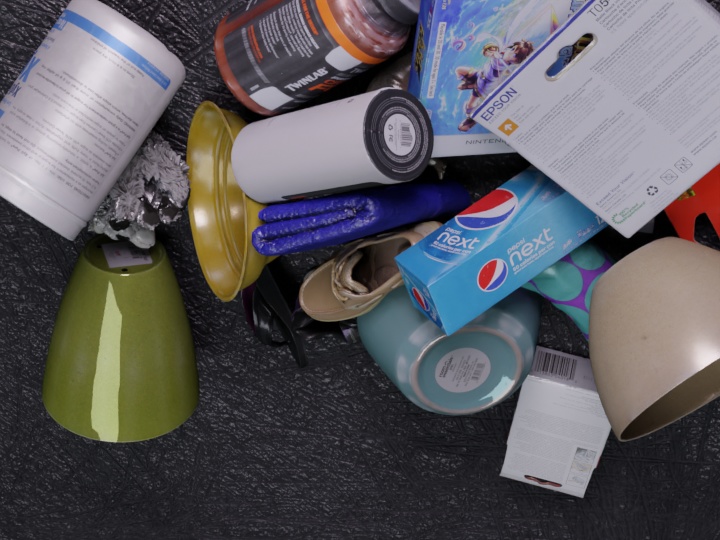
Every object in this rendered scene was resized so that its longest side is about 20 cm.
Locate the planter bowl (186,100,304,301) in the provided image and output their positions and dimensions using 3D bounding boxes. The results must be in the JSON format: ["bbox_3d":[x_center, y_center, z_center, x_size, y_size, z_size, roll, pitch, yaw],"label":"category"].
[{"bbox_3d":[-0.110,-0.073,1.362,0.083,0.201,0.201,-7,144,-23],"label":"planter bowl"}]

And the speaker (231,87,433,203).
[{"bbox_3d":[-0.030,-0.108,1.196,0.200,0.081,0.081,-5,135,50],"label":"speaker"}]

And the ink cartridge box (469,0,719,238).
[{"bbox_3d":[0.227,-0.147,1.137,0.200,0.041,0.200,34,122,-22],"label":"ink cartridge box"}]

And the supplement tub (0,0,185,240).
[{"bbox_3d":[-0.270,-0.145,1.278,0.132,0.200,0.132,34,175,3],"label":"supplement tub"}]

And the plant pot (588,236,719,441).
[{"bbox_3d":[0.290,0.049,1.253,0.135,0.200,0.200,59,142,20],"label":"plant pot"}]

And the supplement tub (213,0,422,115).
[{"bbox_3d":[-0.030,-0.218,1.192,0.200,0.107,0.107,-22,123,38],"label":"supplement tub"}]

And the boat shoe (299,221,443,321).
[{"bbox_3d":[0.000,0.000,1.340,0.200,0.064,0.071,-28,76,40],"label":"boat shoe"}]

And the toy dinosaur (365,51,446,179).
[{"bbox_3d":[0.040,-0.145,1.264,0.102,0.077,0.200,13,141,-1],"label":"toy dinosaur"}]

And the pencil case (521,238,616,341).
[{"bbox_3d":[0.237,0.032,1.361,0.092,0.085,0.200,-41,112,20],"label":"pencil case"}]

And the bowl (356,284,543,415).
[{"bbox_3d":[0.102,0.071,1.390,0.200,0.105,0.201,-4,126,-6],"label":"bowl"}]

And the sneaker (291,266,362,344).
[{"bbox_3d":[0.020,0.048,1.464,0.199,0.088,0.076,-4,132,26],"label":"sneaker"}]

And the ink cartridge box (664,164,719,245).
[{"bbox_3d":[0.378,-0.039,1.232,0.173,0.044,0.200,-20,130,24],"label":"ink cartridge box"}]

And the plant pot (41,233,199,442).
[{"bbox_3d":[-0.274,0.061,1.554,0.186,0.187,0.201,13,123,9],"label":"plant pot"}]

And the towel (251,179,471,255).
[{"bbox_3d":[0.001,-0.058,1.300,0.147,0.200,0.050,-16,89,30],"label":"towel"}]

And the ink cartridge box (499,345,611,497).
[{"bbox_3d":[0.228,0.176,1.543,0.109,0.050,0.200,14,139,7],"label":"ink cartridge box"}]

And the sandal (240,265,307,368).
[{"bbox_3d":[-0.114,0.032,1.511,0.048,0.075,0.201,-29,121,-8],"label":"sandal"}]

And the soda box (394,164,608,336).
[{"bbox_3d":[0.136,-0.029,1.262,0.064,0.200,0.068,41,161,50],"label":"soda box"}]

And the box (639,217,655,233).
[{"bbox_3d":[0.258,-0.119,1.228,0.041,0.039,0.200,7,136,11],"label":"box"}]

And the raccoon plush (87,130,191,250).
[{"bbox_3d":[-0.249,-0.119,1.430,0.134,0.096,0.201,3,100,61],"label":"raccoon plush"}]

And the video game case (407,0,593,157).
[{"bbox_3d":[0.137,-0.185,1.149,0.181,0.046,0.200,-5,139,-11],"label":"video game case"}]
